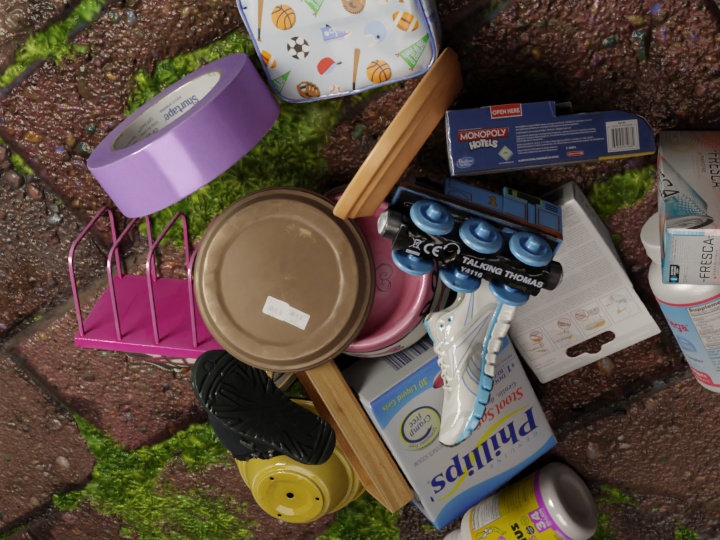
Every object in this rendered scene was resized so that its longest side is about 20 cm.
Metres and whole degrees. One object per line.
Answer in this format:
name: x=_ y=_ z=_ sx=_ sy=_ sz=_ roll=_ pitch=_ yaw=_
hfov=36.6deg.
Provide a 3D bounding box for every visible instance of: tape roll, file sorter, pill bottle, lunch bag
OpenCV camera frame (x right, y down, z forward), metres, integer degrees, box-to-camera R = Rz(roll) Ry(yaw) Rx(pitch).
tape roll: x=-0.182 y=-0.141 z=1.125 sx=0.199 sy=0.201 sz=0.066 roll=-23 pitch=116 yaw=25
file sorter: x=-0.222 y=0.008 z=1.270 sx=0.198 sy=0.139 sz=0.126 roll=5 pitch=123 yaw=9
pill bottle: x=0.378 y=0.027 z=1.172 sx=0.108 sy=0.109 sz=0.201 roll=-22 pitch=116 yaw=24
pill bottle: x=0.202 y=0.337 z=1.417 sx=0.104 sy=0.104 sz=0.200 roll=42 pitch=122 yaw=-16
lunch bag: x=-0.016 y=-0.261 z=1.089 sx=0.199 sy=0.076 sz=0.161 roll=-11 pitch=118 yaw=19

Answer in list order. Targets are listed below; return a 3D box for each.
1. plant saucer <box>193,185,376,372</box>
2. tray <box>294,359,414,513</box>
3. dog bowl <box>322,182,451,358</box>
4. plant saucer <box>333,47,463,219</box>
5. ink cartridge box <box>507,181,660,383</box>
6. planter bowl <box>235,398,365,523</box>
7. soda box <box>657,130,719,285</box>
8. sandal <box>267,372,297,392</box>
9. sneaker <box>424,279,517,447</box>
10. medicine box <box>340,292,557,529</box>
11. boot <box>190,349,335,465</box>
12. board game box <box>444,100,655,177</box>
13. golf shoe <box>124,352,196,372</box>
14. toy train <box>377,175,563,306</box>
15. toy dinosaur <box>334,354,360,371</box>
plant saucer: x=-0.083 y=0.010 z=1.159 sx=0.199 sy=0.029 sz=0.202 roll=0 pitch=91 yaw=6
tray: x=-0.014 y=0.175 z=1.245 sx=0.037 sy=0.099 sz=0.201 roll=-34 pitch=104 yaw=-13
dog bowl: x=0.000 y=0.000 z=1.201 sx=0.199 sy=0.074 sz=0.202 roll=0 pitch=92 yaw=12
plant saucer: x=0.043 y=-0.129 z=1.083 sx=0.037 sy=0.200 sz=0.200 roll=35 pitch=124 yaw=-1
ink cartridge box: x=0.222 y=0.016 z=1.237 sx=0.162 sy=0.057 sz=0.200 roll=-27 pitch=117 yaw=26
planter bowl: x=-0.086 y=0.275 z=1.450 sx=0.199 sy=0.084 sz=0.201 roll=6 pitch=124 yaw=9
soda box: x=0.327 y=-0.066 z=1.065 sx=0.068 sy=0.200 sz=0.064 roll=1 pitch=123 yaw=13
sandal: x=-0.101 y=0.121 z=1.368 sx=0.200 sy=0.082 sz=0.055 roll=-38 pitch=90 yaw=37
sneaker: x=0.103 y=0.086 z=1.163 sx=0.086 sy=0.075 sz=0.201 roll=17 pitch=83 yaw=-11
medicine box: x=0.104 y=0.162 z=1.273 sx=0.182 sy=0.103 sz=0.201 roll=-34 pitch=116 yaw=-10
boot: x=-0.143 y=0.165 z=1.266 sx=0.200 sy=0.077 sz=0.168 roll=36 pitch=156 yaw=-24
board game box: x=0.160 y=-0.131 z=1.090 sx=0.199 sy=0.200 sz=0.062 roll=-7 pitch=95 yaw=-10
golf shoe: x=-0.215 y=0.089 z=1.374 sx=0.199 sy=0.078 sz=0.088 roll=12 pitch=145 yaw=7
toy train: x=0.115 y=-0.038 z=1.119 sx=0.199 sy=0.115 sz=0.087 roll=17 pitch=131 yaw=-7
toy dinosaur: x=0.034 y=0.142 z=1.350 sx=0.135 sy=0.102 sz=0.201 roll=9 pitch=104 yaw=-11
